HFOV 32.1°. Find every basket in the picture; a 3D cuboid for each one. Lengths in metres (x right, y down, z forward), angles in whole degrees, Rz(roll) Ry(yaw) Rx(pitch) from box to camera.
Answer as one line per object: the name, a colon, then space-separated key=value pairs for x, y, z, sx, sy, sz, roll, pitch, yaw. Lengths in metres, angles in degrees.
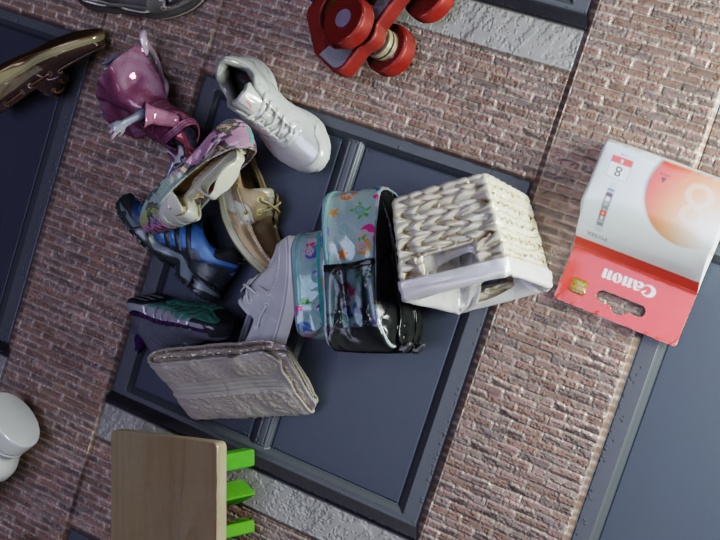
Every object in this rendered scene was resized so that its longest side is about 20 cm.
basket: x=0.129 y=-0.028 z=1.458 sx=0.135 sy=0.200 sz=0.124 roll=-15 pitch=78 yaw=21

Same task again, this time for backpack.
backpack: x=0.000 y=0.000 z=1.519 sx=0.150 sy=0.178 sz=0.200 roll=0 pitch=86 yaw=17

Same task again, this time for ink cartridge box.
ink cartridge box: x=0.326 y=-0.033 z=1.454 sx=0.162 sy=0.050 sz=0.200 roll=23 pitch=95 yaw=21

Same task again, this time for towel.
towel: x=-0.163 y=0.146 z=1.618 sx=0.200 sy=0.133 sz=0.035 roll=-7 pitch=45 yaw=23

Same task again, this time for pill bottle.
pill bottle: x=-0.556 y=0.263 z=1.773 sx=0.200 sy=0.120 sz=0.120 roll=-36 pitch=77 yaw=18

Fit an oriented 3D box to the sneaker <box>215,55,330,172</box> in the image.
sneaker: x=-0.122 y=-0.200 z=1.608 sx=0.200 sy=0.099 sz=0.078 roll=45 pitch=106 yaw=16

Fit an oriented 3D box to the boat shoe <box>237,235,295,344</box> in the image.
boat shoe: x=-0.122 y=0.043 z=1.595 sx=0.068 sy=0.072 sz=0.200 roll=8 pitch=125 yaw=-12

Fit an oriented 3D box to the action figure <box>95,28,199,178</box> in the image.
action figure: x=-0.263 y=-0.200 z=1.668 sx=0.200 sy=0.134 sz=0.149 roll=35 pitch=76 yaw=28

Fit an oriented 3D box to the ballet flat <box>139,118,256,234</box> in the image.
ballet flat: x=-0.206 y=-0.106 z=1.590 sx=0.200 sy=0.069 sz=0.071 roll=-44 pitch=47 yaw=15

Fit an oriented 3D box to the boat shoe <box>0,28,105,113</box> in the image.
boat shoe: x=-0.439 y=-0.278 z=1.762 sx=0.200 sy=0.072 sz=0.072 roll=-22 pitch=112 yaw=10

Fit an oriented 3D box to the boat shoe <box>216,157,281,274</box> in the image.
boat shoe: x=-0.142 y=-0.088 z=1.630 sx=0.066 sy=0.074 sz=0.200 roll=-32 pitch=79 yaw=24

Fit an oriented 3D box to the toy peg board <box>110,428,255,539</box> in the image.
toy peg board: x=-0.230 y=0.316 z=1.669 sx=0.199 sy=0.098 sz=0.200 roll=0 pitch=89 yaw=38

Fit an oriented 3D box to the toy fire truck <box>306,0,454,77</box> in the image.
toy fire truck: x=0.009 y=-0.348 z=1.563 sx=0.200 sy=0.112 sz=0.168 roll=-52 pitch=49 yaw=13

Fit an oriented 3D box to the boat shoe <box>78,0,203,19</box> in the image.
boat shoe: x=-0.308 y=-0.380 z=1.705 sx=0.200 sy=0.057 sz=0.067 roll=5 pitch=92 yaw=22

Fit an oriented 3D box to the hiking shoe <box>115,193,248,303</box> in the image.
hiking shoe: x=-0.241 y=-0.045 z=1.681 sx=0.200 sy=0.074 sz=0.087 roll=42 pitch=87 yaw=13

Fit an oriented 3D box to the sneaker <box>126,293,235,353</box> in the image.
sneaker: x=-0.234 y=0.087 z=1.659 sx=0.200 sy=0.074 sz=0.088 roll=12 pitch=106 yaw=46
